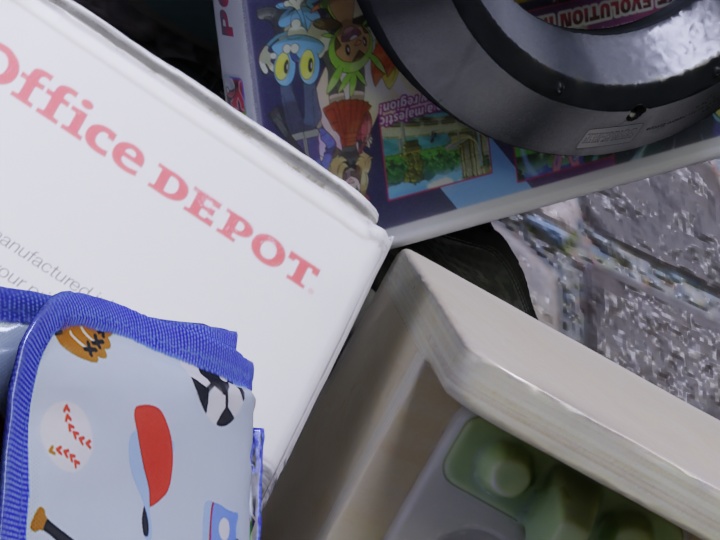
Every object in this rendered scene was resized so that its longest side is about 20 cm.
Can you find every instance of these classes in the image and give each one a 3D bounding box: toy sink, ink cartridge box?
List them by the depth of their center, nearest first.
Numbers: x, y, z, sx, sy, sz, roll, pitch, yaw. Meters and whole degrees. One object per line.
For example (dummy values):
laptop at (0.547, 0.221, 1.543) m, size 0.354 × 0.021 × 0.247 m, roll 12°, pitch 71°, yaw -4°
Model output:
ink cartridge box at (-0.101, 0.038, 0.698) m, size 0.145 × 0.085 × 0.200 m, roll 34°, pitch 64°, yaw -14°
toy sink at (0.048, 0.084, 0.728) m, size 0.130 × 0.112 × 0.200 m, roll 28°, pitch 5°, yaw -8°

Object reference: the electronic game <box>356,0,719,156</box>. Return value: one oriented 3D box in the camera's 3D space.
electronic game at (0.079, -0.132, 0.797) m, size 0.200 × 0.201 × 0.042 m, roll 10°, pitch 11°, yaw -34°

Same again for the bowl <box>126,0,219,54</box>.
bowl at (-0.023, -0.139, 0.878) m, size 0.200 × 0.201 × 0.105 m, roll 27°, pitch 65°, yaw -20°

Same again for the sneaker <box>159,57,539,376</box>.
sneaker at (0.000, 0.000, 0.866) m, size 0.200 × 0.066 × 0.091 m, roll 45°, pitch 39°, yaw -7°

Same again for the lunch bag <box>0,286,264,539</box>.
lunch bag at (-0.113, 0.088, 0.561) m, size 0.199 × 0.124 × 0.171 m, roll 9°, pitch 76°, yaw -26°

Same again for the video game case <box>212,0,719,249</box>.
video game case at (0.042, -0.108, 0.817) m, size 0.200 × 0.023 × 0.183 m, roll -16°, pitch 107°, yaw -31°
